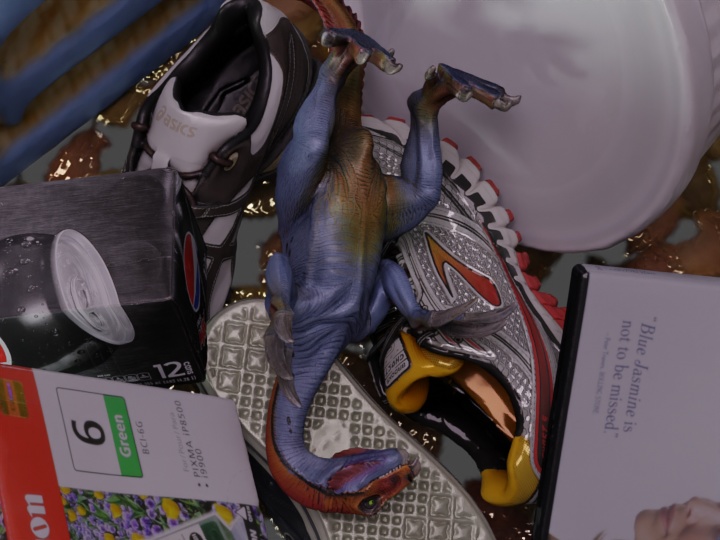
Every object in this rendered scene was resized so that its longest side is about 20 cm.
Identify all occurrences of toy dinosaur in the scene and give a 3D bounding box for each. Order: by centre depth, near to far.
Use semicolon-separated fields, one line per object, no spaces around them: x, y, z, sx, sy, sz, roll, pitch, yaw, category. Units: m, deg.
0.000;0.000;0.802;0.105;0.200;0.182;16;107;-18;toy dinosaur

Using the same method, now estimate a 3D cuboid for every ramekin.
0.083;-0.117;0.832;0.202;0.203;0.094;44;52;14;ramekin

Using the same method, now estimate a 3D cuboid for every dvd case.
0.173;0.077;0.798;0.199;0.018;0.143;5;102;-9;dvd case

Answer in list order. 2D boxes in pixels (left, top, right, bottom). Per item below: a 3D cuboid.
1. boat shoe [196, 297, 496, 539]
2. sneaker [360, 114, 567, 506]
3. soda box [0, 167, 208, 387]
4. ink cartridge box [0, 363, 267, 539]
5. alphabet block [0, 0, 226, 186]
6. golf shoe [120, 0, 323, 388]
-0.001;0.100;0.834;0.075;0.062;0.200;-37;84;-12;boat shoe
0.034;0.014;0.835;0.082;0.078;0.200;-27;69;-38;sneaker
-0.164;0.013;0.791;0.199;0.063;0.071;-7;54;6;soda box
-0.119;0.094;0.720;0.050;0.200;0.109;-33;60;32;ink cartridge box
-0.182;-0.181;0.861;0.195;0.196;0.200;-39;75;-11;alphabet block
-0.086;-0.034;0.859;0.078;0.095;0.200;20;74;16;golf shoe
